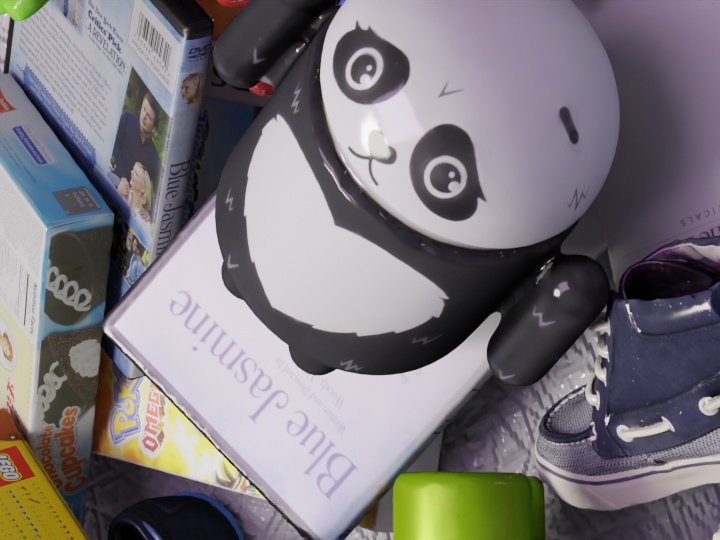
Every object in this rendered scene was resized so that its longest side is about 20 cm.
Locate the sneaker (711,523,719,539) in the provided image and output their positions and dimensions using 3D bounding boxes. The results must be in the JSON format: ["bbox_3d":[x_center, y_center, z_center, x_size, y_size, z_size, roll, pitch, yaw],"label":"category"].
[{"bbox_3d":[0.140,0.133,1.090,0.079,0.130,0.201,31,104,36],"label":"sneaker"}]

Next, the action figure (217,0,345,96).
[{"bbox_3d":[0.011,-0.141,1.114,0.199,0.099,0.066,-31,71,30],"label":"action figure"}]

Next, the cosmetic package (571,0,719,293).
[{"bbox_3d":[0.138,-0.094,1.144,0.101,0.071,0.201,-23,73,35],"label":"cosmetic package"}]

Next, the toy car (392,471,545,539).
[{"bbox_3d":[-0.027,0.165,1.141,0.199,0.158,0.165,-1,85,8],"label":"toy car"}]

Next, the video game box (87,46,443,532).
[{"bbox_3d":[-0.035,0.003,1.294,0.182,0.047,0.201,11,94,41],"label":"video game box"}]

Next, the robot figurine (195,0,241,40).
[{"bbox_3d":[-0.078,-0.182,1.296,0.200,0.143,0.117,48,158,31],"label":"robot figurine"}]

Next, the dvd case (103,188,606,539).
[{"bbox_3d":[0.000,0.000,1.211,0.143,0.018,0.200,44,103,11],"label":"dvd case"}]

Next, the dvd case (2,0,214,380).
[{"bbox_3d":[-0.121,-0.069,1.282,0.143,0.017,0.201,49,141,36],"label":"dvd case"}]

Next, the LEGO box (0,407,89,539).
[{"bbox_3d":[-0.156,0.188,1.282,0.200,0.077,0.149,52,145,36],"label":"LEGO box"}]

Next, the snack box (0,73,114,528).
[{"bbox_3d":[-0.162,0.023,1.336,0.116,0.037,0.201,50,143,41],"label":"snack box"}]

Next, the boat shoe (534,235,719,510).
[{"bbox_3d":[0.117,0.035,1.107,0.093,0.075,0.200,53,149,-15],"label":"boat shoe"}]

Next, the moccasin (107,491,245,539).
[{"bbox_3d":[-0.071,0.200,1.292,0.080,0.068,0.201,-39,65,30],"label":"moccasin"}]

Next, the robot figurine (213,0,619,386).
[{"bbox_3d":[0.017,-0.036,1.092,0.200,0.149,0.125,132,148,-53],"label":"robot figurine"}]

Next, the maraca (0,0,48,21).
[{"bbox_3d":[-0.096,-0.169,1.166,0.200,0.107,0.137,-39,28,-1],"label":"maraca"}]
